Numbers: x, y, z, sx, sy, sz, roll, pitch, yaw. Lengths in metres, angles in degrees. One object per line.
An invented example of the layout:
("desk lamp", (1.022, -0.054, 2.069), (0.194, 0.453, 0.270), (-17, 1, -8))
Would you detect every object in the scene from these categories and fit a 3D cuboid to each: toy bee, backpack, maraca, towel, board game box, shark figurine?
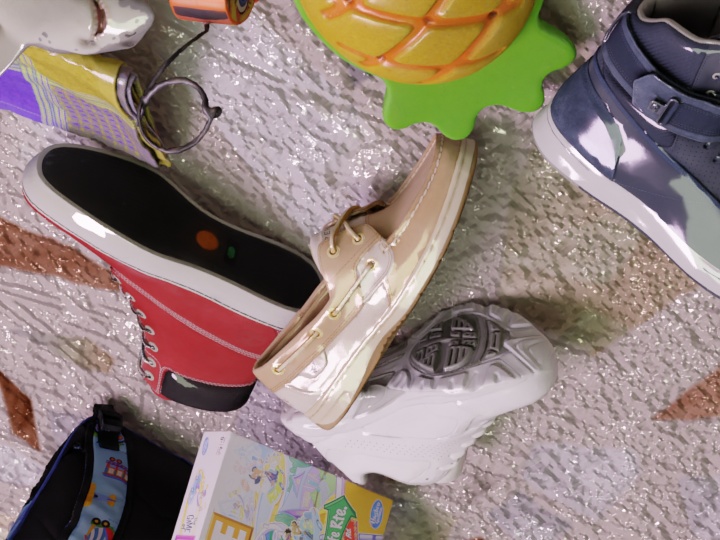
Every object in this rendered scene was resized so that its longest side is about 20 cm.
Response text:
("toy bee", (-0.089, -0.180, 1.217), (0.131, 0.109, 0.201), (29, 105, 10))
("backpack", (-0.158, 0.218, 1.457), (0.182, 0.200, 0.135), (29, 130, -1))
("maraca", (0.038, -0.148, 1.173), (0.136, 0.107, 0.200), (-18, 133, 15))
("towel", (-0.210, -0.117, 1.299), (0.199, 0.023, 0.144), (19, 167, 9))
("board game box", (-0.065, 0.218, 1.385), (0.134, 0.201, 0.034), (25, 162, -31))
("shark figurine", (-0.189, -0.189, 1.211), (0.128, 0.089, 0.215), (-41, 76, 36))

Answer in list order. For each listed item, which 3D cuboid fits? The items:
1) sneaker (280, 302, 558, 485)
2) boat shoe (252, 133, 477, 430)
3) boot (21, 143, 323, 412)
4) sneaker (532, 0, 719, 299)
("sneaker", (0.051, 0.085, 1.365), (0.199, 0.078, 0.099), (-15, 124, 41))
("boat shoe", (0.000, 0.000, 1.289), (0.069, 0.074, 0.201), (27, 109, -7))
("boot", (-0.139, 0.014, 1.380), (0.199, 0.073, 0.144), (30, 133, -11))
("sneaker", (0.207, -0.068, 1.177), (0.202, 0.077, 0.146), (33, 133, -2))
